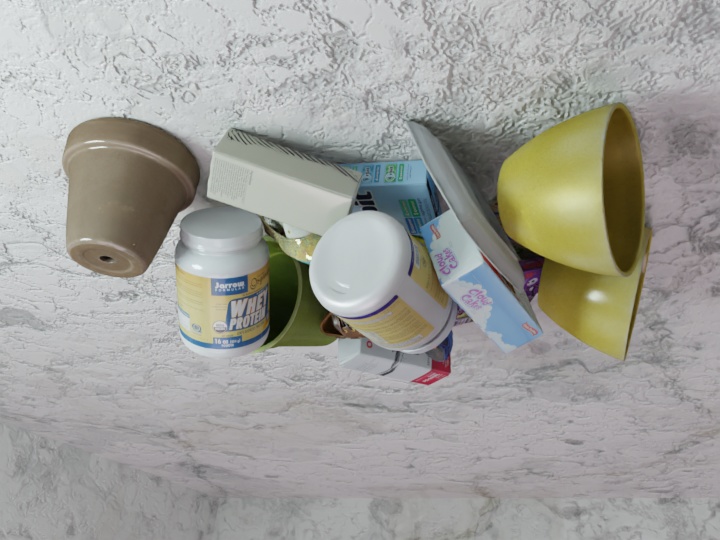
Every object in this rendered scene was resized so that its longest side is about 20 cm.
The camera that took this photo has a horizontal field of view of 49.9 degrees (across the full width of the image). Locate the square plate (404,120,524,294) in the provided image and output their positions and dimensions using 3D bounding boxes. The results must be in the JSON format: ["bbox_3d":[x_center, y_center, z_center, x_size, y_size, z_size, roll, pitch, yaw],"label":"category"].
[{"bbox_3d":[0.142,-0.087,1.006,0.028,0.201,0.198,-34,139,15],"label":"square plate"}]

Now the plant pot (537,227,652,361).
[{"bbox_3d":[0.351,0.023,1.176,0.141,0.202,0.200,12,157,22],"label":"plant pot"}]

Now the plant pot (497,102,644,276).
[{"bbox_3d":[0.252,-0.093,0.943,0.141,0.202,0.200,0,154,33],"label":"plant pot"}]

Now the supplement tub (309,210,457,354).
[{"bbox_3d":[0.038,0.023,1.048,0.144,0.147,0.200,-8,152,28],"label":"supplement tub"}]

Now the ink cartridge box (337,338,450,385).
[{"bbox_3d":[0.065,0.119,1.443,0.198,0.147,0.083,15,153,-25],"label":"ink cartridge box"}]

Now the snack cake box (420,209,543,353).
[{"bbox_3d":[0.170,0.016,1.072,0.067,0.116,0.200,-30,134,18],"label":"snack cake box"}]

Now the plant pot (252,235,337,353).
[{"bbox_3d":[-0.121,0.060,1.373,0.199,0.202,0.189,-12,160,33],"label":"plant pot"}]

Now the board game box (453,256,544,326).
[{"bbox_3d":[0.214,0.036,1.249,0.198,0.032,0.121,-11,141,-30],"label":"board game box"}]

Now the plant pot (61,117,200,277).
[{"bbox_3d":[-0.345,-0.090,1.115,0.198,0.176,0.201,6,154,3],"label":"plant pot"}]

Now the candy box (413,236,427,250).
[{"bbox_3d":[0.107,0.021,1.252,0.101,0.027,0.201,20,149,5],"label":"candy box"}]

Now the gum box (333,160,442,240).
[{"bbox_3d":[0.016,-0.096,1.159,0.198,0.045,0.170,-1,152,15],"label":"gum box"}]

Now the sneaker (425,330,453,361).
[{"bbox_3d":[0.089,0.098,1.282,0.075,0.079,0.200,-6,140,37],"label":"sneaker"}]

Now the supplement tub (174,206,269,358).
[{"bbox_3d":[-0.212,0.018,1.196,0.143,0.145,0.202,5,117,4],"label":"supplement tub"}]

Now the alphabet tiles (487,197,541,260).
[{"bbox_3d":[0.249,-0.063,1.212,0.166,0.008,0.200,19,150,-23],"label":"alphabet tiles"}]

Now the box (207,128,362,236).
[{"bbox_3d":[-0.104,-0.117,1.059,0.198,0.069,0.083,19,130,-1],"label":"box"}]

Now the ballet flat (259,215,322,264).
[{"bbox_3d":[-0.097,-0.064,1.126,0.070,0.071,0.200,26,-176,-33],"label":"ballet flat"}]

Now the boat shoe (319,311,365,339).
[{"bbox_3d":[-0.011,0.080,1.247,0.067,0.073,0.200,-15,175,-23],"label":"boat shoe"}]
